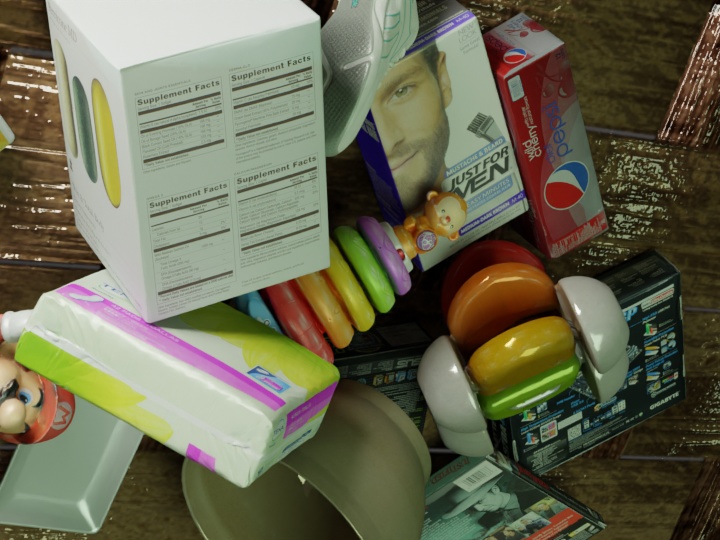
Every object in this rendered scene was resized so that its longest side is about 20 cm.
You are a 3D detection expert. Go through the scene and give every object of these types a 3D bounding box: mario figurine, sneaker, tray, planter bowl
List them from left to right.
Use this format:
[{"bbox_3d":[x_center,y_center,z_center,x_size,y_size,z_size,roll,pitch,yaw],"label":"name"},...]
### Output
[{"bbox_3d":[-0.295,0.081,1.364,0.199,0.107,0.123,22,140,-32],"label":"mario figurine"},{"bbox_3d":[-0.220,0.119,1.496,0.107,0.022,0.201,14,110,-37],"label":"tray"},{"bbox_3d":[-0.027,0.173,1.503,0.135,0.199,0.202,-46,139,-36],"label":"planter bowl"},{"bbox_3d":[0.008,-0.171,1.384,0.080,0.070,0.202,37,63,-50],"label":"sneaker"}]

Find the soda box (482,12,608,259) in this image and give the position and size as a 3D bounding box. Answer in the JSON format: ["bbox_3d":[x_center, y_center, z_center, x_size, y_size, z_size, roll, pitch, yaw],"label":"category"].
[{"bbox_3d":[0.146,-0.109,1.556,0.063,0.070,0.201,-30,130,-14],"label":"soda box"}]

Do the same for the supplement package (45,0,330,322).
[{"bbox_3d":[-0.121,-0.101,1.332,0.149,0.152,0.202,-17,126,-22],"label":"supplement package"}]

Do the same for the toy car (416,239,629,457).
[{"bbox_3d":[0.124,0.053,1.561,0.174,0.151,0.200,-25,160,0],"label":"toy car"}]

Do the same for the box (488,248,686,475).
[{"bbox_3d":[0.210,0.091,1.740,0.199,0.046,0.160,-25,129,-17],"label":"box"}]

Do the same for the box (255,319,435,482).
[{"bbox_3d":[-0.037,0.133,1.609,0.198,0.044,0.162,-8,123,-28],"label":"box"}]

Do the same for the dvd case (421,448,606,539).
[{"bbox_3d":[0.120,0.239,1.759,0.146,0.022,0.199,-37,136,22],"label":"dvd case"}]

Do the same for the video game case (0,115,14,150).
[{"bbox_3d":[-0.357,-0.109,1.263,0.181,0.023,0.201,-37,131,-8],"label":"video game case"}]

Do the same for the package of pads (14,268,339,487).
[{"bbox_3d":[-0.127,0.068,1.354,0.069,0.199,0.154,-65,167,17],"label":"package of pads"}]

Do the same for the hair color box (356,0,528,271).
[{"bbox_3d":[0.058,-0.110,1.503,0.109,0.065,0.201,-30,129,-12],"label":"hair color box"}]

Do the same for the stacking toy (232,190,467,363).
[{"bbox_3d":[0.000,0.000,1.471,0.199,0.110,0.117,-31,106,-3],"label":"stacking toy"}]
